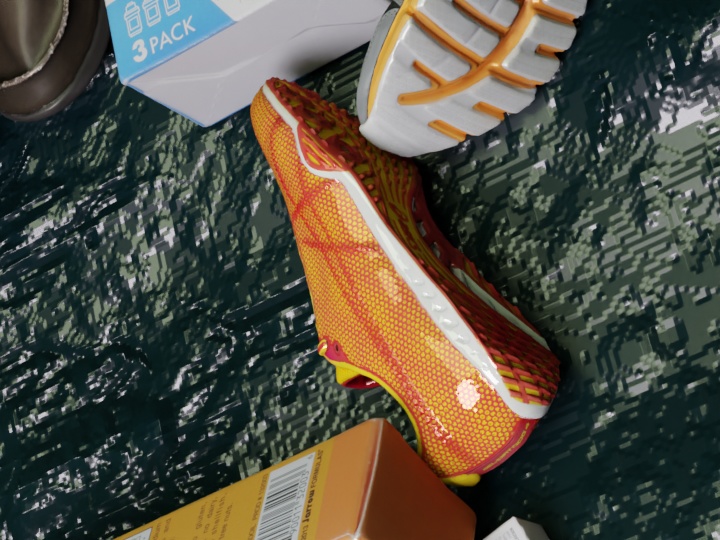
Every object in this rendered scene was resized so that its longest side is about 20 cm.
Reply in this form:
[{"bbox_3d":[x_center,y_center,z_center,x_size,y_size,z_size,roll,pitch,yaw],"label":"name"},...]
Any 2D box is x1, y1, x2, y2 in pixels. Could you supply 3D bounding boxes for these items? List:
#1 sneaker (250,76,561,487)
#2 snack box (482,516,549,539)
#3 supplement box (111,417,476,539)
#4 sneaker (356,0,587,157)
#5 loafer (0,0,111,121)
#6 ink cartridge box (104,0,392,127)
[{"bbox_3d":[0.000,0.000,0.887,0.077,0.073,0.201,-48,53,24],"label":"sneaker"},{"bbox_3d":[0.080,0.192,0.804,0.072,0.024,0.201,-39,59,17],"label":"snack box"},{"bbox_3d":[-0.054,0.131,0.863,0.199,0.067,0.069,-26,32,31],"label":"supplement box"},{"bbox_3d":[0.052,-0.139,0.897,0.077,0.078,0.201,28,89,49],"label":"sneaker"},{"bbox_3d":[-0.164,-0.167,1.039,0.073,0.071,0.201,-15,68,29],"label":"loafer"},{"bbox_3d":[-0.061,-0.182,0.978,0.115,0.068,0.201,-25,63,25],"label":"ink cartridge box"}]
